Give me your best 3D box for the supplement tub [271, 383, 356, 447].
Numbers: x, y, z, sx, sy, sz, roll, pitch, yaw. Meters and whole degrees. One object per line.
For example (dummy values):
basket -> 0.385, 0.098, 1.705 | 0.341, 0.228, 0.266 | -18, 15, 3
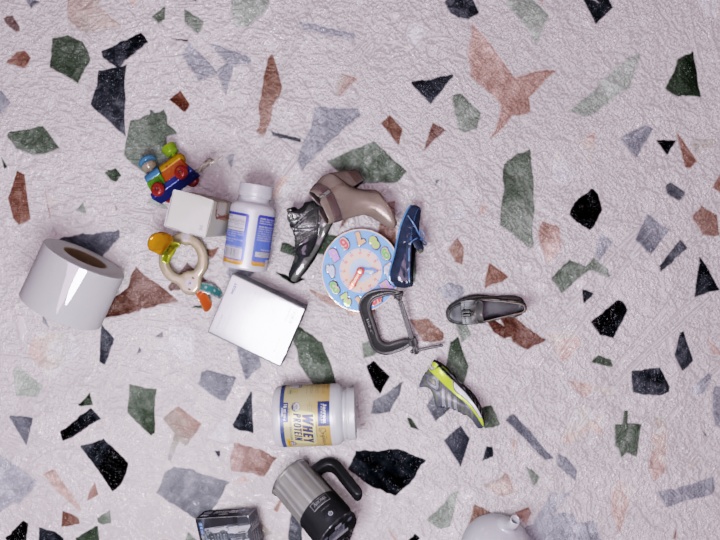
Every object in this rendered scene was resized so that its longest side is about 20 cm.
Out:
supplement tub -> -0.108, 0.348, 1.645 | 0.195, 0.144, 0.148 | -3, 93, 2

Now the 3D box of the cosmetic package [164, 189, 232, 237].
cosmetic package -> -0.371, -0.132, 1.596 | 0.101, 0.200, 0.089 | 16, 95, 0

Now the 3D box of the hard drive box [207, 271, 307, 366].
hard drive box -> -0.249, 0.117, 1.669 | 0.197, 0.077, 0.158 | 25, 94, 0

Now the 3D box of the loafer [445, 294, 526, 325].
loafer -> 0.306, 0.093, 1.658 | 0.195, 0.063, 0.074 | -8, 93, 2

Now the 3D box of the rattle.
rattle -> -0.417, 0.002, 1.641 | 0.128, 0.143, 0.203 | -22, 86, -15

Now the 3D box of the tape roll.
tape roll -> -0.680, 0.032, 1.615 | 0.200, 0.203, 0.141 | 27, 94, 0

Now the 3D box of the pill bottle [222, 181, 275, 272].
pill bottle -> -0.263, -0.105, 1.639 | 0.110, 0.112, 0.205 | 9, 93, 1

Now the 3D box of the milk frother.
milk frother -> -0.100, 0.588, 1.672 | 0.188, 0.178, 0.203 | 39, 128, 33

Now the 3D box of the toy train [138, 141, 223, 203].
toy train -> -0.438, -0.264, 1.657 | 0.198, 0.085, 0.117 | -35, 79, 3

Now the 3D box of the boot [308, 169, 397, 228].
boot -> -0.024, -0.151, 1.624 | 0.145, 0.071, 0.201 | -32, 73, -27

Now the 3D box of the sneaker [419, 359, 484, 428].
sneaker -> 0.227, 0.314, 1.677 | 0.081, 0.074, 0.200 | -45, 85, 13

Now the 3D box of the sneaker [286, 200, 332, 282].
sneaker -> -0.146, -0.079, 1.657 | 0.113, 0.076, 0.203 | 25, 91, 2

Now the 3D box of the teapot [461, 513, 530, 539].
teapot -> 0.333, 0.704, 1.652 | 0.195, 0.146, 0.202 | -31, 93, 4

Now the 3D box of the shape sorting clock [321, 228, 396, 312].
shape sorting clock -> 0.000, 0.000, 1.674 | 0.195, 0.039, 0.205 | 0, 93, 1

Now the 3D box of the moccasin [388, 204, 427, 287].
moccasin -> 0.124, -0.054, 1.639 | 0.067, 0.080, 0.204 | 10, 85, 24

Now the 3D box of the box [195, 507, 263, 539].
box -> -0.315, 0.701, 1.699 | 0.155, 0.050, 0.205 | -9, 93, 20

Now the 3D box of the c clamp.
c clamp -> 0.089, 0.126, 1.668 | 0.168, 0.027, 0.203 | -21, 108, 12
